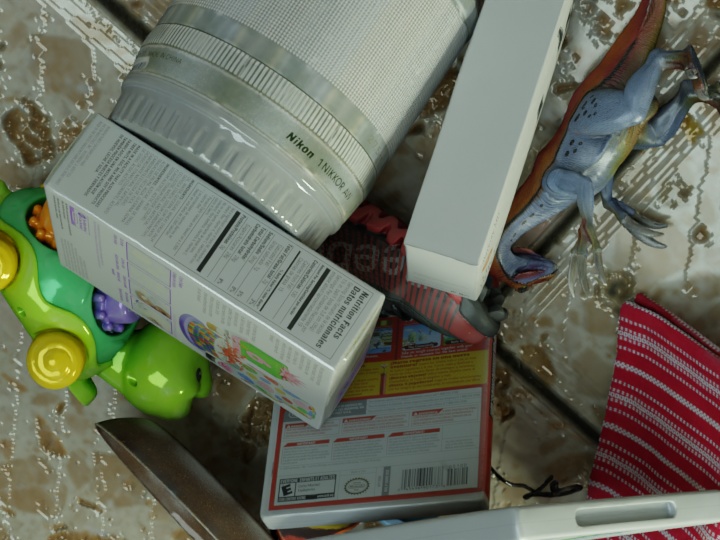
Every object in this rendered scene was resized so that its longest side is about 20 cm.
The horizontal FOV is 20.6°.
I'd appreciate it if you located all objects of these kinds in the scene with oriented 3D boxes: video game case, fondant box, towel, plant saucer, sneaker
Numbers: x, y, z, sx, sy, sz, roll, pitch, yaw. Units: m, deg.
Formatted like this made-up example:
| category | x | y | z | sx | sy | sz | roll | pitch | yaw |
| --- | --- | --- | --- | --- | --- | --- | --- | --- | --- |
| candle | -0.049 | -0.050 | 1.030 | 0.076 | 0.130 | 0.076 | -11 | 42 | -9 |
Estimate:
| category | x | y | z | sx | sy | sz | roll | pitch | yaw |
| --- | --- | --- | --- | --- | --- | --- | --- | --- | --- |
| video game case | 0.087 | 0.159 | 1.203 | 0.199 | 0.181 | 0.024 | -17 | 77 | 47 |
| fondant box | -0.088 | 0.004 | 1.182 | 0.199 | 0.144 | 0.058 | 33 | 73 | 6 |
| towel | 0.190 | 0.133 | 1.259 | 0.022 | 0.145 | 0.201 | -1 | 112 | -27 |
| plant saucer | -0.098 | 0.165 | 1.322 | 0.032 | 0.200 | 0.200 | -43 | 94 | -11 |
| sneaker | 0.000 | 0.000 | 1.258 | 0.200 | 0.071 | 0.098 | 35 | 91 | 23 |
| video game case | 0.015 | 0.068 | 1.254 | 0.142 | 0.201 | 0.017 | -7 | 142 | 16 |

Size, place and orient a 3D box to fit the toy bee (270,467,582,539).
| category | x | y | z | sx | sy | sz | roll | pitch | yaw |
| --- | --- | --- | --- | --- | --- | --- | --- | --- | --- |
| toy bee | 0.029 | 0.117 | 1.314 | 0.131 | 0.199 | 0.109 | -28 | 72 | 56 |

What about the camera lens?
| category | x | y | z | sx | sy | sz | roll | pitch | yaw |
| --- | --- | --- | --- | --- | --- | --- | --- | --- | --- |
| camera lens | -0.037 | -0.128 | 1.178 | 0.160 | 0.160 | 0.200 | 33 | 78 | 1 |

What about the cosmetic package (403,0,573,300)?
| category | x | y | z | sx | sy | sz | roll | pitch | yaw |
| --- | --- | --- | --- | --- | --- | --- | --- | --- | --- |
| cosmetic package | 0.079 | -0.090 | 1.183 | 0.050 | 0.083 | 0.201 | 17 | 77 | 9 |

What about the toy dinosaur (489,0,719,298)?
| category | x | y | z | sx | sy | sz | roll | pitch | yaw |
| --- | --- | --- | --- | --- | --- | --- | --- | --- | --- |
| toy dinosaur | 0.145 | -0.071 | 1.240 | 0.181 | 0.105 | 0.201 | -25 | 67 | 23 |

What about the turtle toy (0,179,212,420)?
| category | x | y | z | sx | sy | sz | roll | pitch | yaw |
| --- | --- | --- | --- | --- | --- | --- | --- | --- | --- |
| turtle toy | -0.180 | 0.020 | 1.316 | 0.101 | 0.146 | 0.200 | -34 | 99 | 0 |
